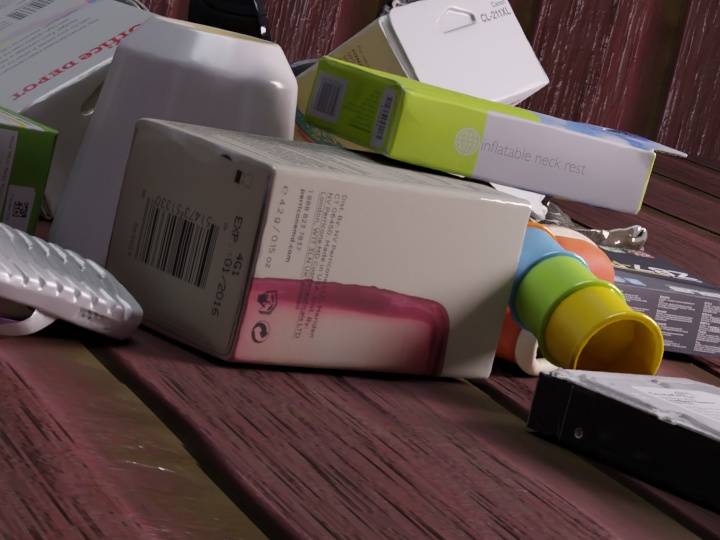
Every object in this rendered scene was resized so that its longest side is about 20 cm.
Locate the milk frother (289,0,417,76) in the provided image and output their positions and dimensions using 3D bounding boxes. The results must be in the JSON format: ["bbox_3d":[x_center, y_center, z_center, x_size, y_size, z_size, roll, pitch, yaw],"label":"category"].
[{"bbox_3d":[0.035,-0.135,2.086,0.180,0.201,0.188,13,7,-32],"label":"milk frother"}]

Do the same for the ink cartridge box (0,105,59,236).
[{"bbox_3d":[-0.307,-0.077,1.528,0.199,0.076,0.148,9,9,-37],"label":"ink cartridge box"}]

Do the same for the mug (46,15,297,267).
[{"bbox_3d":[-0.110,-0.077,1.581,0.149,0.154,0.187,11,8,-13],"label":"mug"}]

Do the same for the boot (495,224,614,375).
[{"bbox_3d":[0.120,0.025,1.580,0.107,0.075,0.200,22,19,31],"label":"boot"}]

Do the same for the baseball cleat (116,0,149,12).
[{"bbox_3d":[-0.153,-0.125,1.856,0.200,0.070,0.106,45,-23,5],"label":"baseball cleat"}]

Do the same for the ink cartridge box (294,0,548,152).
[{"bbox_3d":[0.007,-0.105,1.723,0.200,0.083,0.146,-32,-6,39],"label":"ink cartridge box"}]

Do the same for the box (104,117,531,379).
[{"bbox_3d":[-0.025,-0.010,1.410,0.199,0.109,0.128,7,10,-42],"label":"box"}]

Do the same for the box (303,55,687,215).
[{"bbox_3d":[0.080,-0.079,1.515,0.199,0.048,0.122,12,7,-27],"label":"box"}]

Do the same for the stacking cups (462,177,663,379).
[{"bbox_3d":[0.105,0.001,1.463,0.060,0.061,0.200,9,25,-28],"label":"stacking cups"}]

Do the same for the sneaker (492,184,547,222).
[{"bbox_3d":[0.088,-0.041,1.712,0.087,0.075,0.200,31,19,18],"label":"sneaker"}]

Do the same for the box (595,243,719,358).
[{"bbox_3d":[0.149,0.013,1.766,0.199,0.049,0.161,8,12,-22],"label":"box"}]

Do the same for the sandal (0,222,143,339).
[{"bbox_3d":[-0.190,0.006,1.260,0.202,0.050,0.082,24,14,-42],"label":"sandal"}]

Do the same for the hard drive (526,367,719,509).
[{"bbox_3d":[0.203,0.096,1.311,0.139,0.038,0.200,7,10,-44],"label":"hard drive"}]

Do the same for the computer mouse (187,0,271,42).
[{"bbox_3d":[-0.099,-0.149,1.742,0.046,0.141,0.200,-10,29,-11],"label":"computer mouse"}]

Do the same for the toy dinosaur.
[{"bbox_3d":[0.111,-0.025,1.896,0.199,0.103,0.077,4,40,20],"label":"toy dinosaur"}]

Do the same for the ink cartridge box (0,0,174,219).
[{"bbox_3d":[-0.221,-0.124,1.753,0.145,0.088,0.200,-33,31,-27],"label":"ink cartridge box"}]
